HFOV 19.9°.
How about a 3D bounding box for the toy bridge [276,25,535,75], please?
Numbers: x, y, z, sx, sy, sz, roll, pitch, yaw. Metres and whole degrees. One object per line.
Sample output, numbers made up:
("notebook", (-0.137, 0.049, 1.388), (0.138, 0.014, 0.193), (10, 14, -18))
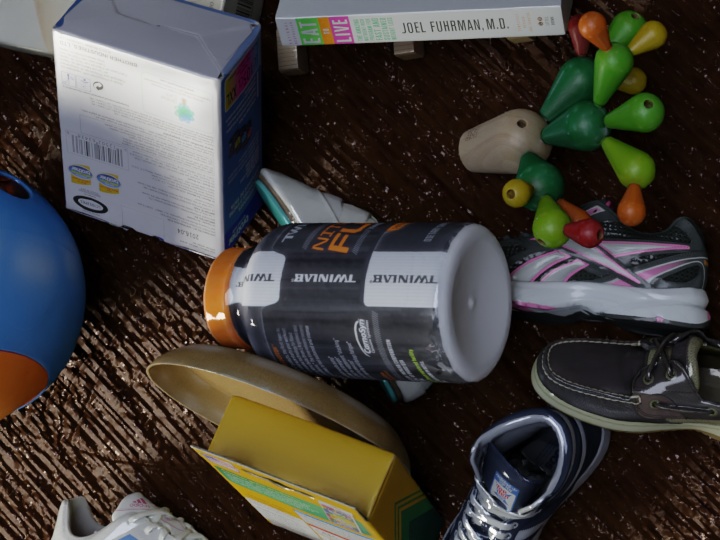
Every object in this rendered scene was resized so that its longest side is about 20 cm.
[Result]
("toy bridge", (0.033, -0.188, 1.488), (0.199, 0.027, 0.068), (-7, 84, 20))

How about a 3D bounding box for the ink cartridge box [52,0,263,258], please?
("ink cartridge box", (-0.144, -0.096, 1.478), (0.136, 0.076, 0.201), (18, 133, 16))

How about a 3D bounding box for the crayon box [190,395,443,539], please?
("crayon box", (-0.025, 0.147, 1.404), (0.125, 0.200, 0.052), (19, 75, 20))

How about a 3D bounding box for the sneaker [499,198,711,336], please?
("sneaker", (0.148, -0.008, 1.422), (0.199, 0.080, 0.087), (7, 80, 12))

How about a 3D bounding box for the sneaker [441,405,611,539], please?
("sneaker", (0.093, 0.173, 1.408), (0.070, 0.108, 0.201), (35, 100, 19))

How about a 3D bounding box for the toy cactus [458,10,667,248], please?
("toy cactus", (0.131, -0.096, 1.402), (0.164, 0.102, 0.201), (-10, 58, 44))

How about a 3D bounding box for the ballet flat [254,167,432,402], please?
("ballet flat", (0.000, 0.000, 1.481), (0.069, 0.069, 0.201), (-36, 81, 16))

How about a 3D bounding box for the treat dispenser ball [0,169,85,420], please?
("treat dispenser ball", (-0.303, 0.018, 1.514), (0.200, 0.201, 0.202), (-1, 88, 20))

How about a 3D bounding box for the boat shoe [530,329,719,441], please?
("boat shoe", (0.215, 0.069, 1.364), (0.199, 0.065, 0.073), (8, 48, 2))

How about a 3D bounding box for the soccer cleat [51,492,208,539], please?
("soccer cleat", (-0.144, 0.211, 1.517), (0.199, 0.070, 0.087), (5, 90, 21))

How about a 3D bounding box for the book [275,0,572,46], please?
("book", (0.051, -0.207, 1.425), (0.199, 0.048, 0.134), (-1, 43, 15))

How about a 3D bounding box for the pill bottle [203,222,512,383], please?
("pill bottle", (-0.007, 0.020, 1.381), (0.199, 0.106, 0.107), (0, 88, 30))

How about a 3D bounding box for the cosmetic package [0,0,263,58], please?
("cosmetic package", (-0.178, -0.201, 1.545), (0.199, 0.073, 0.104), (12, 92, 20))

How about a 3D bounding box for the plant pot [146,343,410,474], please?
("plant pot", (-0.053, 0.097, 1.428), (0.199, 0.200, 0.028), (18, 74, 20))
